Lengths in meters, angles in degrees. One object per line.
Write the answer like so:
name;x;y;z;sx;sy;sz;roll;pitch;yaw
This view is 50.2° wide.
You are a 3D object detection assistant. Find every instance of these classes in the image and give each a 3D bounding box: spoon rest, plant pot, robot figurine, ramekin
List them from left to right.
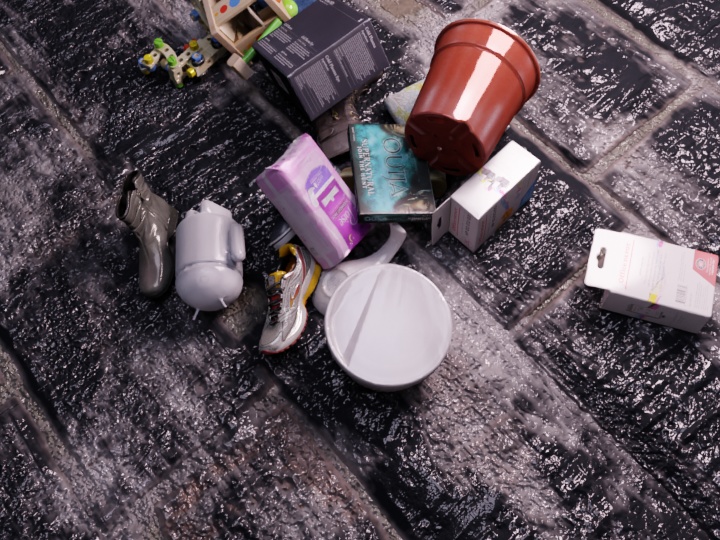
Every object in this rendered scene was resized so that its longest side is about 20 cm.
robot figurine;-0.257;-0.017;1.306;0.169;0.112;0.202;-29;54;35
spoon rest;0.000;0.000;1.317;0.200;0.061;0.099;-43;65;-2
ramekin;0.042;0.099;1.223;0.200;0.094;0.205;0;67;-1
plant pot;0.178;-0.282;1.308;0.199;0.201;0.196;22;65;15

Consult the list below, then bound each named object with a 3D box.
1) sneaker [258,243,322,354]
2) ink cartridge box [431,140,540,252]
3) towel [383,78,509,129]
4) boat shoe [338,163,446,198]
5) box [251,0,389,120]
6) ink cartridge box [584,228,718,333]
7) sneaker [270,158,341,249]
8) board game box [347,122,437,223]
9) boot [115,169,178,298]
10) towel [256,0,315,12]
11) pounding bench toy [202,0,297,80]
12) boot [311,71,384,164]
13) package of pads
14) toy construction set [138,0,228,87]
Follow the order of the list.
sneaker;-0.132;0.046;1.270;0.077;0.082;0.202;-11;52;36
ink cartridge box;0.213;-0.113;1.318;0.200;0.115;0.068;-42;67;-15
towel;0.169;-0.301;1.462;0.198;0.048;0.172;-27;61;-10
boat shoe;0.055;-0.170;1.389;0.198;0.074;0.064;-2;55;1
box;-0.076;-0.401;1.433;0.181;0.104;0.200;-36;41;-3
ink cartridge box;0.467;0.014;1.258;0.198;0.068;0.117;16;64;11
sneaker;-0.117;-0.130;1.365;0.079;0.078;0.201;41;59;-16
board game box;0.052;-0.171;1.331;0.133;0.028;0.202;-2;58;-9
boot;-0.380;-0.063;1.325;0.067;0.131;0.202;-13;58;17
towel;-0.135;-0.554;1.619;0.111;0.049;0.200;-34;65;-12
pounding bench toy;-0.201;-0.490;1.517;0.155;0.124;0.202;-27;61;18
boot;-0.015;-0.293;1.465;0.198;0.069;0.175;-28;63;1
package of pads;-0.075;-0.115;1.289;0.201;0.075;0.121;53;47;-16
toy construction set;-0.350;-0.459;1.568;0.130;0.092;0.201;32;80;20
